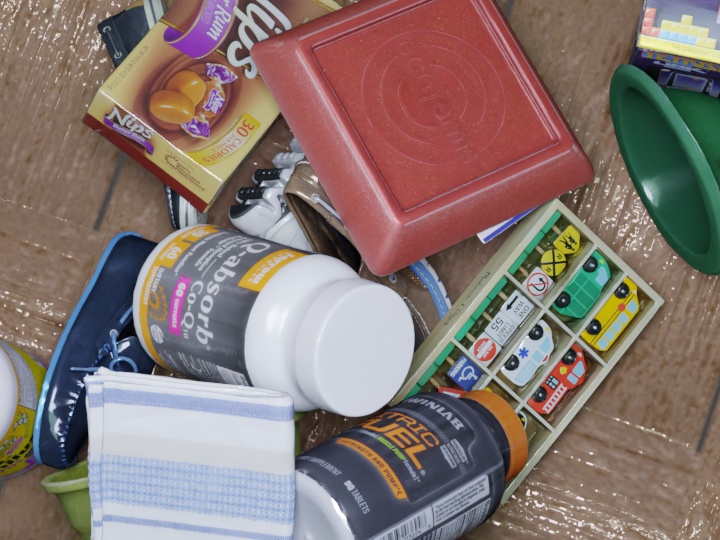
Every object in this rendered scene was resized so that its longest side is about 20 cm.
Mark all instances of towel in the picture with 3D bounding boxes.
[{"bbox_3d":[-0.114,0.166,1.550,0.147,0.024,0.200,5,109,12],"label":"towel"}]

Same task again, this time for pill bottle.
[{"bbox_3d":[-0.063,0.037,1.643,0.200,0.116,0.117,14,80,46],"label":"pill bottle"},{"bbox_3d":[0.029,0.151,1.610,0.200,0.106,0.106,-25,78,-40],"label":"pill bottle"},{"bbox_3d":[-0.290,0.095,1.670,0.104,0.200,0.104,-1,81,8],"label":"pill bottle"}]

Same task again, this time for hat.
[{"bbox_3d":[0.302,-0.101,1.711,0.176,0.200,0.166,-26,53,-9],"label":"hat"}]

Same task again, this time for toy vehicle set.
[{"bbox_3d":[0.122,0.059,1.719,0.124,0.027,0.200,41,85,-20],"label":"toy vehicle set"}]

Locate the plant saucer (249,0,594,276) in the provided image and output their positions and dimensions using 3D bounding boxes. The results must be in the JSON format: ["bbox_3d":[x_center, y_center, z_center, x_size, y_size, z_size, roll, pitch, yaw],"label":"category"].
[{"bbox_3d":[0.051,-0.122,1.675,0.200,0.037,0.200,-24,78,-23],"label":"plant saucer"}]

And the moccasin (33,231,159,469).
[{"bbox_3d":[-0.185,0.059,1.715,0.068,0.080,0.200,16,66,9],"label":"moccasin"}]

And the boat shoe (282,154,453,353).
[{"bbox_3d":[0.000,0.000,1.706,0.072,0.072,0.200,-43,111,-32],"label":"boat shoe"}]

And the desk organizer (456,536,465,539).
[{"bbox_3d":[0.080,0.283,1.687,0.072,0.077,0.200,-32,97,31],"label":"desk organizer"}]

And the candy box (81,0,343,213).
[{"bbox_3d":[-0.104,-0.152,1.728,0.117,0.056,0.200,38,58,-1],"label":"candy box"}]

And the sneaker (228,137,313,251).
[{"bbox_3d":[-0.011,-0.087,1.762,0.200,0.075,0.081,-48,108,-11],"label":"sneaker"}]

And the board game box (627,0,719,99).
[{"bbox_3d":[0.301,-0.153,1.701,0.200,0.165,0.057,12,82,4],"label":"board game box"}]

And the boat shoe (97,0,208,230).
[{"bbox_3d":[-0.159,-0.115,1.766,0.062,0.075,0.200,-16,74,2],"label":"boat shoe"}]

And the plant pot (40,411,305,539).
[{"bbox_3d":[-0.110,0.212,1.665,0.200,0.200,0.184,-17,92,0],"label":"plant pot"}]

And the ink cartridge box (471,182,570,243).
[{"bbox_3d":[0.061,-0.116,1.713,0.095,0.037,0.200,-34,80,-25],"label":"ink cartridge box"}]
